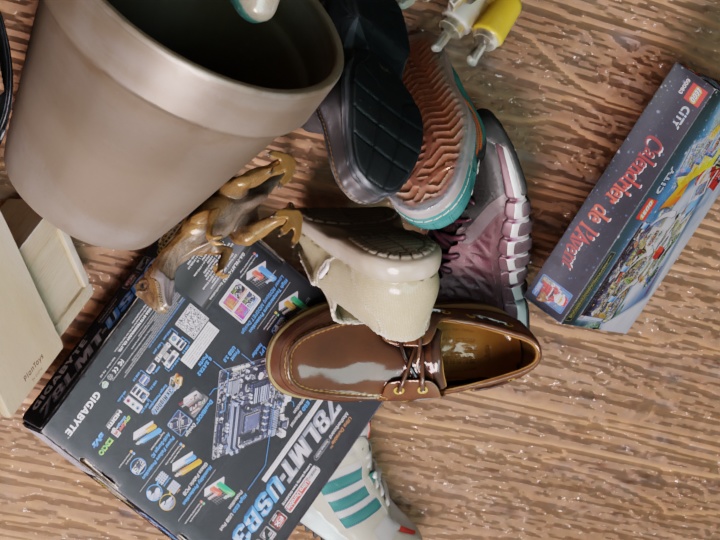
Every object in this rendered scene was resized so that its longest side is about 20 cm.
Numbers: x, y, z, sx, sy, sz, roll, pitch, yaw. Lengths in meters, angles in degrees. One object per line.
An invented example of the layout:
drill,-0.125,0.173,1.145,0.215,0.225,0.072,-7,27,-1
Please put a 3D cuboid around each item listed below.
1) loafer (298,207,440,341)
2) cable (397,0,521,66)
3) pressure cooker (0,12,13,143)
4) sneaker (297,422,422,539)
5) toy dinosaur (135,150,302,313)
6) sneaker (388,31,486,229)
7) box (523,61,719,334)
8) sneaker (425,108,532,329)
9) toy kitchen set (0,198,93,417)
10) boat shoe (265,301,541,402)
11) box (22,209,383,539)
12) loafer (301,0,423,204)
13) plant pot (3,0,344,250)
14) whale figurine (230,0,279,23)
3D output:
loafer,0.000,0.000,1.725,0.075,0.200,0.069,-1,101,-14
cable,0.108,-0.227,1.761,0.200,0.097,0.050,-41,161,-23
pressure cooker,-0.308,-0.124,1.540,0.199,0.179,0.176,-10,117,-19
sneaker,-0.008,0.148,1.886,0.200,0.070,0.093,35,103,-31
toy dinosaur,-0.077,-0.046,1.688,0.200,0.106,0.061,-42,111,-43
sneaker,0.055,-0.079,1.720,0.071,0.200,0.080,-24,123,14
box,0.210,-0.049,1.864,0.200,0.038,0.137,-57,155,11
sneaker,0.058,-0.013,1.832,0.115,0.076,0.201,-14,121,-14
toy kitchen set,-0.314,0.011,1.674,0.200,0.180,0.163,-56,140,-40
boat shoe,0.033,0.055,1.773,0.200,0.068,0.072,-3,97,-27
box,-0.097,0.085,1.776,0.198,0.050,0.200,40,79,-25
loafer,-0.007,-0.108,1.678,0.072,0.200,0.073,-35,123,26
plant pot,-0.137,-0.114,1.636,0.200,0.200,0.174,15,126,-30
whale figurine,-0.115,-0.240,1.589,0.200,0.104,0.159,51,47,-14
